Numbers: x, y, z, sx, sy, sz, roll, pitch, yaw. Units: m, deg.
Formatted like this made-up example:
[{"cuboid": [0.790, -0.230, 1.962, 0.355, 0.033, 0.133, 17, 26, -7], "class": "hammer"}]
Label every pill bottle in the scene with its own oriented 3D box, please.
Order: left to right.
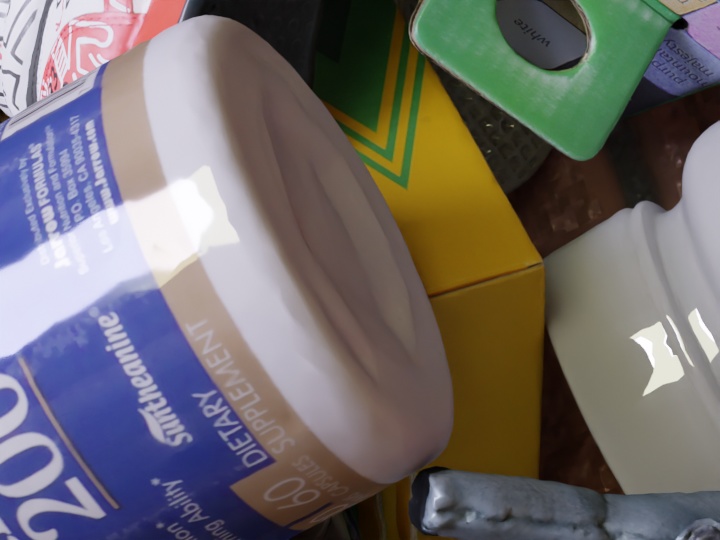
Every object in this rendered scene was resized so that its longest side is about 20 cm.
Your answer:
[{"cuboid": [-0.089, 0.036, 0.645, 0.200, 0.111, 0.111, -28, 59, 15], "class": "pill bottle"}, {"cuboid": [0.152, -0.008, 0.718, 0.200, 0.114, 0.114, -29, 59, 15], "class": "pill bottle"}]

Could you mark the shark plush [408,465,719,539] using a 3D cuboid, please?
[{"cuboid": [0.109, 0.058, 0.645, 0.200, 0.083, 0.091, 22, 55, -10], "class": "shark plush"}]

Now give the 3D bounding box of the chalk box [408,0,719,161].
[{"cuboid": [0.077, -0.127, 0.754, 0.124, 0.125, 0.200, -19, 42, 54], "class": "chalk box"}]

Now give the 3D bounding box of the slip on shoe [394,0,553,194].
[{"cuboid": [0.027, -0.113, 0.865, 0.061, 0.074, 0.200, -30, 58, 55], "class": "slip on shoe"}]

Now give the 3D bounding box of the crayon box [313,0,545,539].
[{"cuboid": [0.000, 0.000, 0.772, 0.052, 0.126, 0.200, -16, 50, -12], "class": "crayon box"}]

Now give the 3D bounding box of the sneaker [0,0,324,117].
[{"cuboid": [-0.039, -0.118, 0.711, 0.108, 0.067, 0.202, 32, 106, 46], "class": "sneaker"}]

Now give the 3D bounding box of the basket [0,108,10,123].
[{"cuboid": [-0.140, -0.114, 0.817, 0.149, 0.143, 0.200, 8, 79, 28], "class": "basket"}]

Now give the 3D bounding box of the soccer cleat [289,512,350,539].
[{"cuboid": [-0.047, 0.060, 0.765, 0.078, 0.069, 0.200, -51, 41, 9], "class": "soccer cleat"}]
